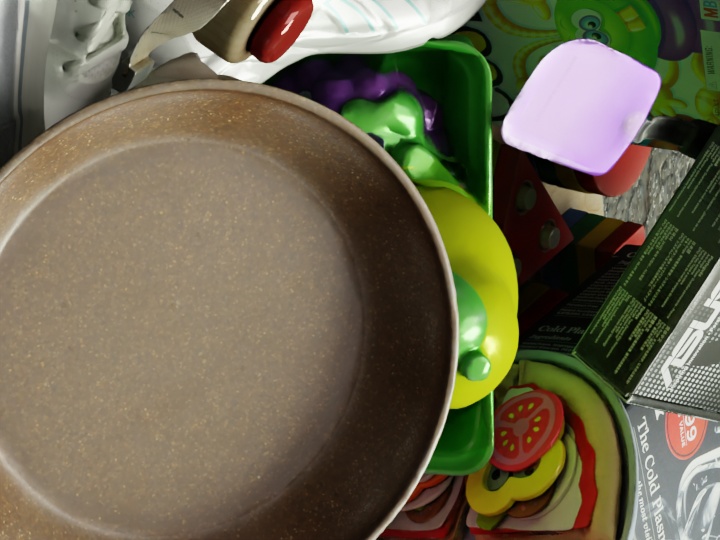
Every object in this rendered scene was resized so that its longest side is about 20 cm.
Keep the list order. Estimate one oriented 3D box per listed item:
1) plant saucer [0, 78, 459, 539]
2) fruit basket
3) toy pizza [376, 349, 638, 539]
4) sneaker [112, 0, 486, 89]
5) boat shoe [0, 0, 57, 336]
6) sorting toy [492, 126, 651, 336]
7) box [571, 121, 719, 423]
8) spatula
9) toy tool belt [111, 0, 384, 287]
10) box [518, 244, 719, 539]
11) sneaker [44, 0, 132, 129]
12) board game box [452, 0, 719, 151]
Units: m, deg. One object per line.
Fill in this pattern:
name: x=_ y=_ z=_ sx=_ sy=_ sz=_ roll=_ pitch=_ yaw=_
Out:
plant saucer: x=-0.063 y=0.028 z=1.016 sx=0.037 sy=0.200 sz=0.201 roll=-143 pitch=-129 yaw=-66
fruit basket: x=0.000 y=0.000 z=1.232 sx=0.216 sy=0.155 sz=0.217 roll=3 pitch=90 yaw=-79
toy pizza: x=0.042 y=0.122 z=1.294 sx=0.032 sy=0.200 sz=0.201 roll=34 pitch=64 yaw=-35
sneaker: x=-0.017 y=-0.130 z=1.182 sx=0.200 sy=0.070 sz=0.081 roll=-21 pitch=124 yaw=-34
boat shoe: x=-0.153 y=-0.059 z=1.008 sx=0.071 sy=0.070 sz=0.202 roll=-5 pitch=108 yaw=-41
sorting toy: x=0.088 y=-0.015 z=1.486 sx=0.200 sy=0.069 sz=0.199 roll=-39 pitch=133 yaw=-43
box: x=0.213 y=-0.018 z=1.321 sx=0.193 sy=0.048 sz=0.200 roll=14 pitch=113 yaw=-53
spatula: x=0.140 y=-0.061 z=1.266 sx=0.200 sy=0.021 sz=0.057 roll=12 pitch=115 yaw=-48
toy tool belt: x=-0.041 y=-0.021 z=1.099 sx=0.200 sy=0.123 sz=0.125 roll=-59 pitch=170 yaw=30
box: x=0.147 y=0.115 z=1.443 sx=0.182 sy=0.104 sz=0.201 roll=-38 pitch=124 yaw=-45
sneaker: x=-0.102 y=-0.118 z=1.057 sx=0.075 sy=0.088 sz=0.201 roll=-43 pitch=138 yaw=-55
board game box: x=0.106 y=-0.134 z=1.367 sx=0.103 sy=0.199 sz=0.105 roll=-59 pitch=148 yaw=-40
